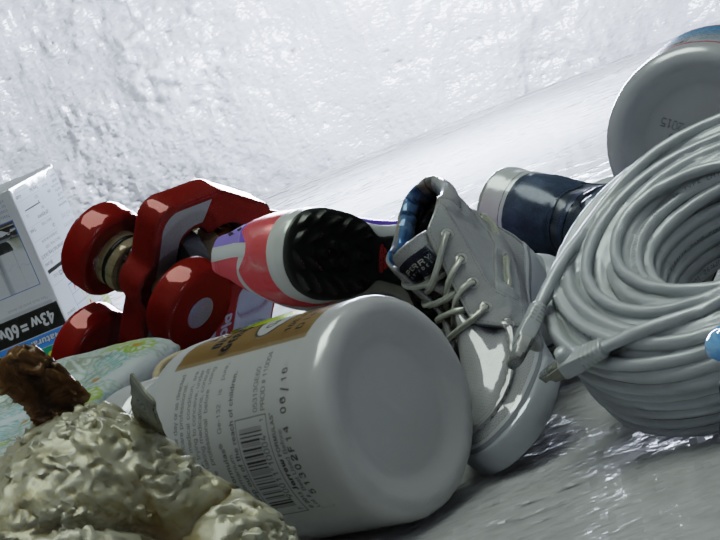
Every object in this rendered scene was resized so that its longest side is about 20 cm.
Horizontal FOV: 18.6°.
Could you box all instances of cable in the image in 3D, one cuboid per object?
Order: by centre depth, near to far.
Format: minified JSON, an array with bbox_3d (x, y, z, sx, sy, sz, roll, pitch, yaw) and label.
[{"bbox_3d":[0.188,-0.005,1.092,0.199,0.069,0.200,-12,33,33],"label":"cable"}]

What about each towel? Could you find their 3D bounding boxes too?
[{"bbox_3d":[-0.222,0.108,1.403,0.170,0.048,0.200,-16,14,31],"label":"towel"}]

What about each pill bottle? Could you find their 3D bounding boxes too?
[{"bbox_3d":[-0.049,0.086,1.147,0.199,0.115,0.114,-16,9,43],"label":"pill bottle"},{"bbox_3d":[0.208,-0.086,1.280,0.108,0.109,0.200,-19,6,17],"label":"pill bottle"}]

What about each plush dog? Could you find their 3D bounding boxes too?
[{"bbox_3d":[-0.149,0.146,0.983,0.172,0.161,0.200,-52,22,-26],"label":"plush dog"}]

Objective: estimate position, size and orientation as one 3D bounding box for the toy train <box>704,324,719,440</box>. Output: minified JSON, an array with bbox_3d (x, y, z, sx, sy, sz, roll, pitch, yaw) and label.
[{"bbox_3d":[0.223,0.029,0.912,0.114,0.087,0.200,-6,17,36],"label":"toy train"}]

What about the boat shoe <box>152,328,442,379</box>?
[{"bbox_3d":[-0.020,0.062,1.262,0.199,0.072,0.065,-7,-36,2],"label":"boat shoe"}]

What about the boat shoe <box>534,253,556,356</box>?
[{"bbox_3d":[0.112,0.023,1.360,0.065,0.072,0.200,7,-11,-14],"label":"boat shoe"}]

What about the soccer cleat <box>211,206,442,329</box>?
[{"bbox_3d":[0.000,0.000,1.296,0.073,0.069,0.199,-1,-8,41],"label":"soccer cleat"}]

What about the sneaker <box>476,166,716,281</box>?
[{"bbox_3d":[0.191,-0.019,1.424,0.146,0.077,0.202,13,6,41],"label":"sneaker"}]

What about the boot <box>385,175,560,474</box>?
[{"bbox_3d":[0.051,0.024,1.191,0.074,0.096,0.200,-42,20,20],"label":"boot"}]

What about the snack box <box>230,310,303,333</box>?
[{"bbox_3d":[-0.026,0.066,1.425,0.168,0.068,0.200,-19,9,16],"label":"snack box"}]

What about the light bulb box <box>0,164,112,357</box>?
[{"bbox_3d":[-0.324,0.023,2.076,0.124,0.201,0.198,-22,7,8],"label":"light bulb box"}]

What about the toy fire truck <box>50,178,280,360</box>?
[{"bbox_3d":[-0.121,0.022,1.574,0.112,0.201,0.168,30,34,30],"label":"toy fire truck"}]
